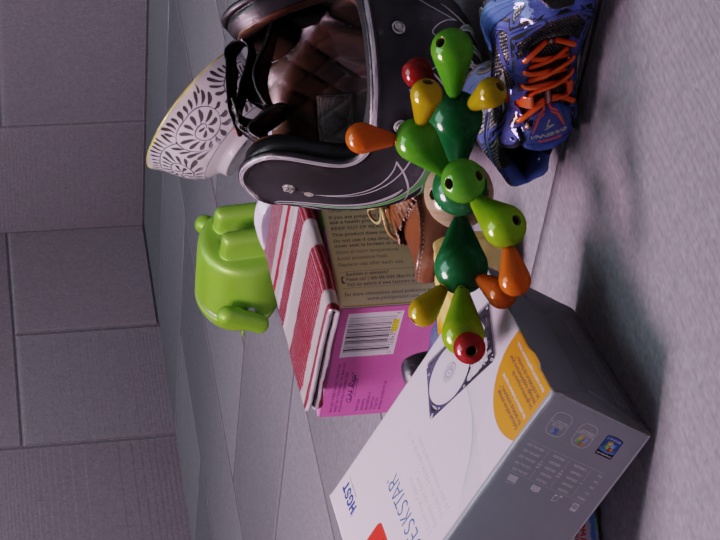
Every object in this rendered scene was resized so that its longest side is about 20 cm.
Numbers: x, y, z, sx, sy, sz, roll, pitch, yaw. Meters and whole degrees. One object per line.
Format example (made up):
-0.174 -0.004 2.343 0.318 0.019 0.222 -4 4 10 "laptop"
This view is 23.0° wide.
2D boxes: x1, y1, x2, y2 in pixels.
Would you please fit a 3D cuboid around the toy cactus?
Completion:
0.054 -0.045 1.110 0.165 0.102 0.201 -11 -92 -87 "toy cactus"

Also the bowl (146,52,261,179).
-0.188 -0.190 2.370 0.201 0.094 0.201 -51 -7 -9 "bowl"

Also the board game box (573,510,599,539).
0.126 0.215 1.205 0.151 0.036 0.201 153 114 -77 "board game box"

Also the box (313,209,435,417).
0.000 0.000 1.601 0.176 0.096 0.201 103 161 -54 "box"

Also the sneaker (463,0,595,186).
0.114 -0.119 1.116 0.200 0.075 0.079 96 158 -68 "sneaker"

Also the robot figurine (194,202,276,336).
-0.157 -0.001 2.301 0.200 0.115 0.176 101 154 -52 "robot figurine"

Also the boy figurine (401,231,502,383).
0.075 0.044 1.340 0.200 0.064 0.125 99 166 -56 "boy figurine"

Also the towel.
-0.050 0.004 1.562 0.144 0.023 0.201 102 159 -47 "towel"

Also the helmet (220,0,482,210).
0.001 -0.139 1.336 0.200 0.190 0.201 -13 -90 -73 "helmet"

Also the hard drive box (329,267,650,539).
0.075 0.126 1.120 0.200 0.077 0.156 -57 25 18 "hard drive box"

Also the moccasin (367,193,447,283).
0.033 -0.074 1.465 0.074 0.077 0.202 104 159 -55 "moccasin"

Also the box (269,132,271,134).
-0.030 -0.168 1.678 0.117 0.060 0.200 49 151 25 "box"

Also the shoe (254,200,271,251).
-0.067 -0.047 1.777 0.091 0.071 0.200 54 -177 34 "shoe"
